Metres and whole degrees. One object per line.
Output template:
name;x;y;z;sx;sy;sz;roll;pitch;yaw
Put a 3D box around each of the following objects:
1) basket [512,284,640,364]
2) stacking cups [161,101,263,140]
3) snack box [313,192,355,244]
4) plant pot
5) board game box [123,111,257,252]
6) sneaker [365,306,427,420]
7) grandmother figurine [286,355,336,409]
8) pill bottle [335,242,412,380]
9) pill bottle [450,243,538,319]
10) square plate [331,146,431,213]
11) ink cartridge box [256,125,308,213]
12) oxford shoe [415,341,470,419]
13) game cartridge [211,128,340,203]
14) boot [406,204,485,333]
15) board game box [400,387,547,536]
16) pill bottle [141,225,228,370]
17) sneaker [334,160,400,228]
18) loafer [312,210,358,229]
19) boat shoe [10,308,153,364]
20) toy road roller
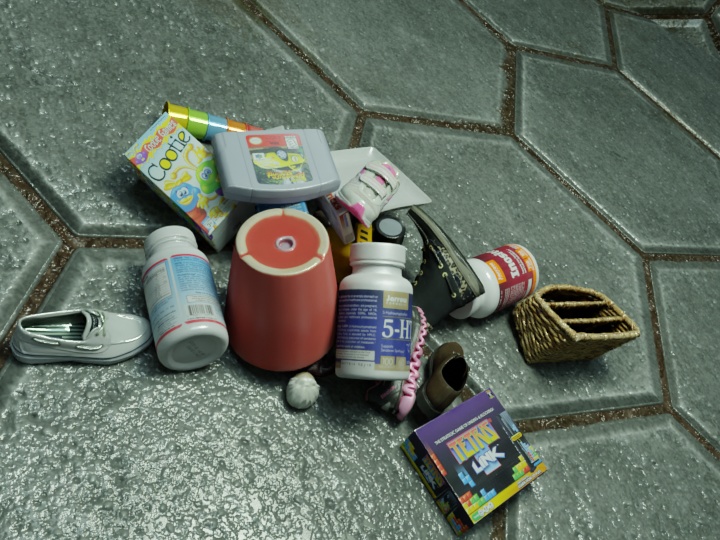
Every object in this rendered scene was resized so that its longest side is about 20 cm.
basket;0.415;0.088;1.448;0.195;0.149;0.146;1;66;-29
stacking cups;-0.277;-0.275;1.425;0.195;0.061;0.062;5;50;-27
snack box;-0.067;-0.134;1.320;0.024;0.073;0.201;-26;50;-10
plant pot;-0.118;0.019;1.147;0.194;0.180;0.204;3;45;-3
board game box;-0.282;-0.147;1.256;0.199;0.103;0.105;41;78;8
sneaker;0.056;0.143;1.250;0.093;0.080;0.204;13;58;1
grandmother figurine;-0.076;0.132;1.206;0.118;0.061;0.203;5;48;10
pill bottle;0.023;0.064;1.161;0.117;0.119;0.206;5;84;-26
pill bottle;0.248;0.024;1.445;0.197;0.114;0.114;-19;64;-40
square plate;0.008;-0.167;1.434;0.197;0.029;0.198;-15;49;-39
ink cartridge box;-0.138;-0.124;1.305;0.082;0.146;0.204;-16;57;-2
oxford shoe;0.158;0.172;1.272;0.073;0.084;0.201;43;27;-6
game cartridge;-0.134;-0.170;1.215;0.195;0.041;0.136;-7;60;-22
boot;0.110;0.002;1.344;0.205;0.153;0.073;52;11;10
board game box;0.186;0.303;1.213;0.197;0.057;0.167;-19;66;-40
pill bottle;-0.270;0.037;1.129;0.106;0.109;0.203;-1;53;-30
sneaker;0.018;-0.141;1.260;0.081;0.088;0.201;41;21;-9
loafer;-0.022;-0.116;1.432;0.071;0.074;0.198;45;43;15
boat shoe;-0.382;0.089;1.048;0.196;0.067;0.075;-8;57;-35
toy road roller;0.000;0.000;1.321;0.142;0.125;0.203;8;47;-6
